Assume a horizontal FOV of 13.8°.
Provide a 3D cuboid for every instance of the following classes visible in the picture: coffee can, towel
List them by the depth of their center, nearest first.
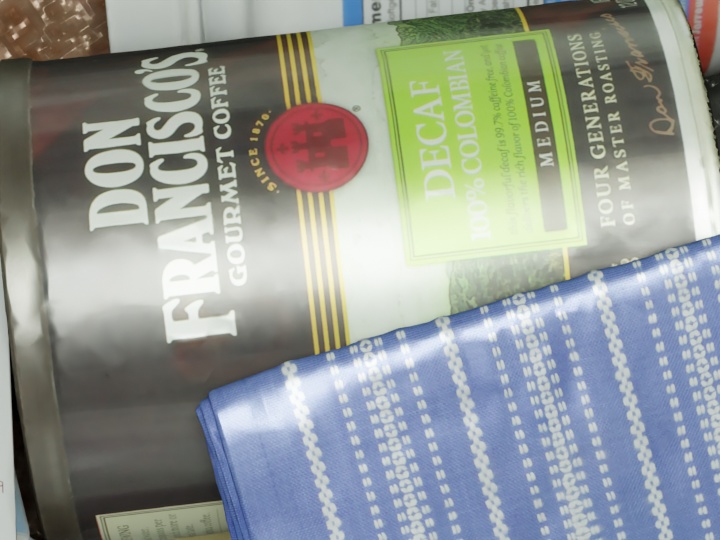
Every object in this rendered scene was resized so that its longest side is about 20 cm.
[{"bbox_3d":[0.067,0.073,0.810,0.199,0.024,0.146,-16,99,-2],"label":"towel"},{"bbox_3d":[0.000,0.000,0.874,0.198,0.146,0.147,-7,77,-2],"label":"coffee can"}]

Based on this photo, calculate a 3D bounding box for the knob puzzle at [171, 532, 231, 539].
[{"bbox_3d":[-0.007,0.127,0.928,0.218,0.030,0.221,-4,71,10],"label":"knob puzzle"}]

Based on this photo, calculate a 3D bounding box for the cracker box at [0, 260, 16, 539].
[{"bbox_3d":[-0.163,0.020,0.795,0.133,0.058,0.201,20,43,-29],"label":"cracker box"}]

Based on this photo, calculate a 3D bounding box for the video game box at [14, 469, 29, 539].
[{"bbox_3d":[-0.201,-0.003,0.869,0.181,0.047,0.201,9,48,-34],"label":"video game box"}]

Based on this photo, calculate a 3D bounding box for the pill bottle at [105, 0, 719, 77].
[{"bbox_3d":[0.017,-0.109,0.949,0.198,0.112,0.113,-4,77,-3],"label":"pill bottle"}]

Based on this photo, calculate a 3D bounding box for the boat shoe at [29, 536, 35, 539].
[{"bbox_3d":[-0.083,0.142,0.882,0.201,0.075,0.086,31,79,23],"label":"boat shoe"}]
